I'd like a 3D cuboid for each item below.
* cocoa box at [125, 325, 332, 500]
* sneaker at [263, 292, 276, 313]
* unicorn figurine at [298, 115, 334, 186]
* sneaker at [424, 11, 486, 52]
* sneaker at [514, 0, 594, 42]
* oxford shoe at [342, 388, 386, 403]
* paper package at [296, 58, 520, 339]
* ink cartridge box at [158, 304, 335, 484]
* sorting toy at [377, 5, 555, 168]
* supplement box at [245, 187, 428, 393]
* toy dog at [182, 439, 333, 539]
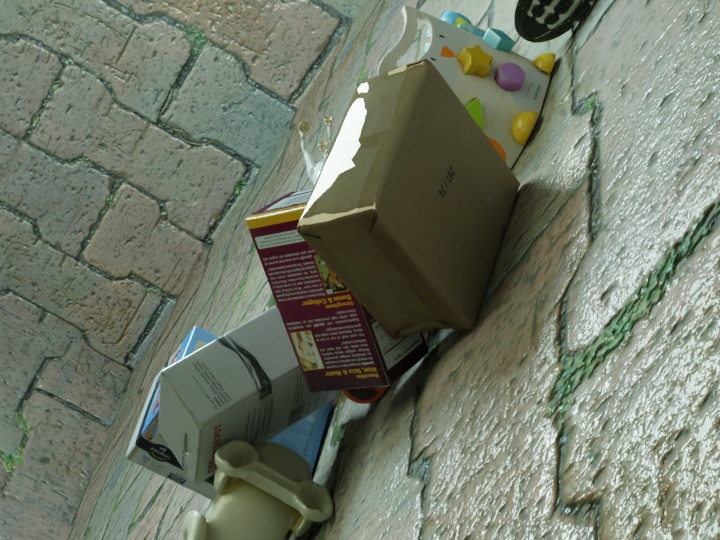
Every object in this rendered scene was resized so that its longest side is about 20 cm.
[{"bbox_3d":[-0.156,0.188,1.793,0.131,0.199,0.134,-50,17,44],"label":"cocoa box"},{"bbox_3d":[-0.102,0.094,1.829,0.067,0.089,0.201,-126,21,-46],"label":"sneaker"},{"bbox_3d":[-0.034,-0.120,1.863,0.200,0.073,0.138,-91,-7,-61],"label":"unicorn figurine"},{"bbox_3d":[0.082,-0.231,1.745,0.079,0.132,0.199,11,26,42],"label":"sneaker"},{"bbox_3d":[0.246,-0.342,1.673,0.200,0.077,0.089,-53,-1,12],"label":"sneaker"},{"bbox_3d":[0.033,0.046,1.636,0.201,0.071,0.073,-60,7,11],"label":"oxford shoe"},{"bbox_3d":[0.054,-0.066,1.468,0.103,0.191,0.201,-11,44,38],"label":"paper package"},{"bbox_3d":[-0.122,0.129,1.644,0.199,0.084,0.145,-31,-24,-26],"label":"ink cartridge box"},{"bbox_3d":[0.108,-0.212,1.644,0.107,0.179,0.201,-47,18,51],"label":"sorting toy"},{"bbox_3d":[-0.023,0.017,1.526,0.110,0.201,0.086,-9,16,39],"label":"supplement box"},{"bbox_3d":[-0.139,0.291,1.632,0.201,0.139,0.194,-61,10,12],"label":"toy dog"}]
